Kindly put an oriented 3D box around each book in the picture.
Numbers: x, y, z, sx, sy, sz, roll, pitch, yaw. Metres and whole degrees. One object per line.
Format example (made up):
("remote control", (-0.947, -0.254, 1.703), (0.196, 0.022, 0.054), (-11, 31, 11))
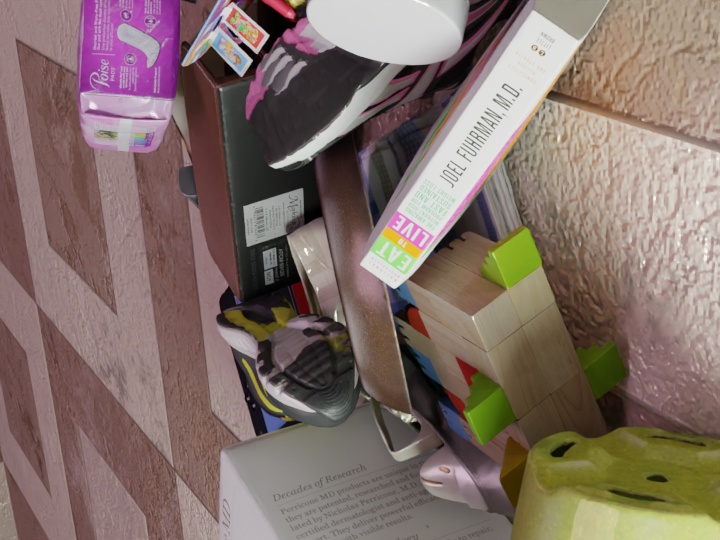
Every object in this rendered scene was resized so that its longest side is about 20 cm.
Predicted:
("book", (0.075, -0.089, 0.613), (0.048, 0.134, 0.200), (34, 139, 0))

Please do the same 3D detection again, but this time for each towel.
("towel", (0.051, -0.033, 0.823), (0.200, 0.024, 0.148), (-20, 88, 65))

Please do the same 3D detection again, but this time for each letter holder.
("letter holder", (-0.087, -0.105, 0.943), (0.142, 0.100, 0.201), (50, 151, 43))

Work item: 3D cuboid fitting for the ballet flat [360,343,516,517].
("ballet flat", (0.058, 0.125, 0.838), (0.200, 0.064, 0.068), (46, 169, 46))

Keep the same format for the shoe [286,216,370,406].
("shoe", (-0.019, 0.047, 0.954), (0.070, 0.053, 0.201), (38, 143, 55))

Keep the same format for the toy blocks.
("toy blocks", (0.076, 0.050, 0.724), (0.137, 0.100, 0.201), (32, 153, 57))

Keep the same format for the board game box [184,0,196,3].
("board game box", (-0.117, -0.322, 0.891), (0.200, 0.064, 0.149), (138, 143, -59))

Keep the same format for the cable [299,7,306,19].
("cable", (-0.009, -0.243, 0.799), (0.163, 0.050, 0.201), (50, 144, 40))

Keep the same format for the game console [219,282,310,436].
("game console", (-0.083, 0.073, 1.131), (0.178, 0.031, 0.200), (68, 152, 13))

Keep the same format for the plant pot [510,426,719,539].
("plant pot", (0.143, 0.185, 0.602), (0.200, 0.199, 0.186), (20, 110, 59))

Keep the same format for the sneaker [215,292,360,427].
("sneaker", (-0.045, 0.079, 0.905), (0.200, 0.074, 0.085), (37, 150, 62))

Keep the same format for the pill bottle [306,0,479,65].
("pill bottle", (0.032, -0.210, 0.585), (0.112, 0.112, 0.202), (-16, 59, 63))

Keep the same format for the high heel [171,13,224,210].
("high heel", (-0.119, -0.126, 1.077), (0.143, 0.071, 0.202), (53, -143, -63))

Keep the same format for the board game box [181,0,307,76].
("board game box", (-0.031, -0.193, 0.715), (0.039, 0.158, 0.200), (39, 142, -6))

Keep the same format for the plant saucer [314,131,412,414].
("plant saucer", (0.000, 0.000, 0.790), (0.200, 0.032, 0.202), (-13, -90, -89))

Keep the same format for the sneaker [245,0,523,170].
("sneaker", (0.020, -0.121, 0.702), (0.199, 0.086, 0.081), (-34, 57, 30))

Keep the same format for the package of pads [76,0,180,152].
("package of pads", (-0.183, -0.164, 0.934), (0.200, 0.075, 0.122), (174, 98, -78))

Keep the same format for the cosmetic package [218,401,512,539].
("cosmetic package", (0.006, 0.233, 0.889), (0.200, 0.165, 0.168), (48, 143, 43))
